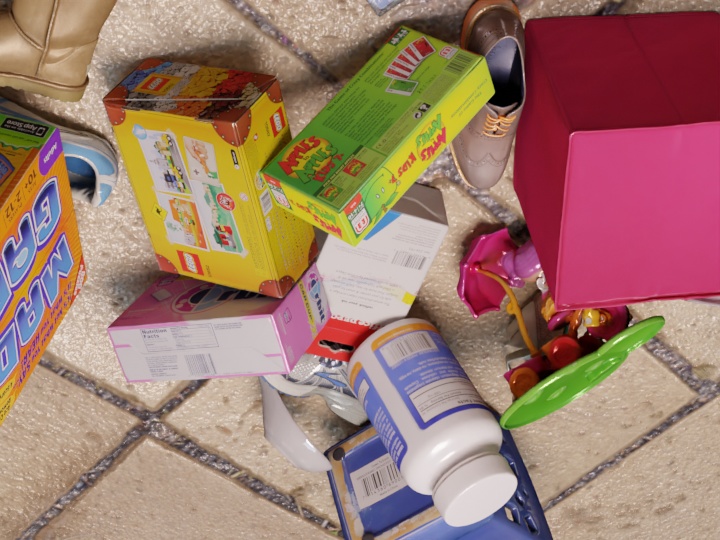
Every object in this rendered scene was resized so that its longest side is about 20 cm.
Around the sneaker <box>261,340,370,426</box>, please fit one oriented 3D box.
[{"bbox_3d":[-0.039,0.096,1.315,0.199,0.077,0.085,27,117,-36],"label":"sneaker"}]

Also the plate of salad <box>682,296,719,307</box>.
[{"bbox_3d":[0.342,-0.004,1.191,0.199,0.200,0.048,1,117,-8],"label":"plate of salad"}]

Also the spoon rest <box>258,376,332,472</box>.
[{"bbox_3d":[-0.102,0.146,1.308,0.200,0.099,0.061,42,82,0],"label":"spoon rest"}]

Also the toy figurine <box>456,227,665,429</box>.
[{"bbox_3d":[0.181,0.031,1.215,0.200,0.185,0.150,-41,157,29],"label":"toy figurine"}]

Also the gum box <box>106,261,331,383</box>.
[{"bbox_3d":[-0.144,0.052,1.191,0.199,0.114,0.066,-5,115,24],"label":"gum box"}]

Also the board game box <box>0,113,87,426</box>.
[{"bbox_3d":[-0.384,-0.011,1.048,0.199,0.200,0.201,14,139,8],"label":"board game box"}]

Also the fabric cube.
[{"bbox_3d":[0.259,-0.105,1.104,0.199,0.200,0.197,-4,127,-4],"label":"fabric cube"}]

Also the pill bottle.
[{"bbox_3d":[0.075,0.155,1.214,0.111,0.200,0.112,-20,143,-16],"label":"pill bottle"}]

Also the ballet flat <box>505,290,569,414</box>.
[{"bbox_3d":[0.197,0.088,1.335,0.067,0.068,0.201,-1,127,2],"label":"ballet flat"}]

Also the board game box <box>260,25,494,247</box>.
[{"bbox_3d":[0.017,-0.122,1.056,0.200,0.101,0.048,-48,142,-18],"label":"board game box"}]

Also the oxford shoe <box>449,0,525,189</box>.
[{"bbox_3d":[0.120,-0.152,1.130,0.071,0.073,0.201,-5,129,-4],"label":"oxford shoe"}]

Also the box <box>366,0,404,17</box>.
[{"bbox_3d":[0.059,-0.325,1.010,0.199,0.040,0.137,-31,124,17],"label":"box"}]

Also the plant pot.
[{"bbox_3d":[0.076,0.258,1.343,0.199,0.201,0.180,-31,141,16],"label":"plant pot"}]

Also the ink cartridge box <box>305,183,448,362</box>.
[{"bbox_3d":[0.000,0.000,1.239,0.115,0.067,0.201,14,125,-16],"label":"ink cartridge box"}]

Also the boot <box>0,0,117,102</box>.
[{"bbox_3d":[-0.285,-0.253,1.015,0.174,0.066,0.201,8,128,-28],"label":"boot"}]

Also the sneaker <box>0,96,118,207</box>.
[{"bbox_3d":[-0.324,-0.113,1.112,0.199,0.073,0.072,15,126,-16],"label":"sneaker"}]

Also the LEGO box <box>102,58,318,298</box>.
[{"bbox_3d":[-0.135,-0.084,1.111,0.148,0.077,0.201,13,134,27],"label":"LEGO box"}]
